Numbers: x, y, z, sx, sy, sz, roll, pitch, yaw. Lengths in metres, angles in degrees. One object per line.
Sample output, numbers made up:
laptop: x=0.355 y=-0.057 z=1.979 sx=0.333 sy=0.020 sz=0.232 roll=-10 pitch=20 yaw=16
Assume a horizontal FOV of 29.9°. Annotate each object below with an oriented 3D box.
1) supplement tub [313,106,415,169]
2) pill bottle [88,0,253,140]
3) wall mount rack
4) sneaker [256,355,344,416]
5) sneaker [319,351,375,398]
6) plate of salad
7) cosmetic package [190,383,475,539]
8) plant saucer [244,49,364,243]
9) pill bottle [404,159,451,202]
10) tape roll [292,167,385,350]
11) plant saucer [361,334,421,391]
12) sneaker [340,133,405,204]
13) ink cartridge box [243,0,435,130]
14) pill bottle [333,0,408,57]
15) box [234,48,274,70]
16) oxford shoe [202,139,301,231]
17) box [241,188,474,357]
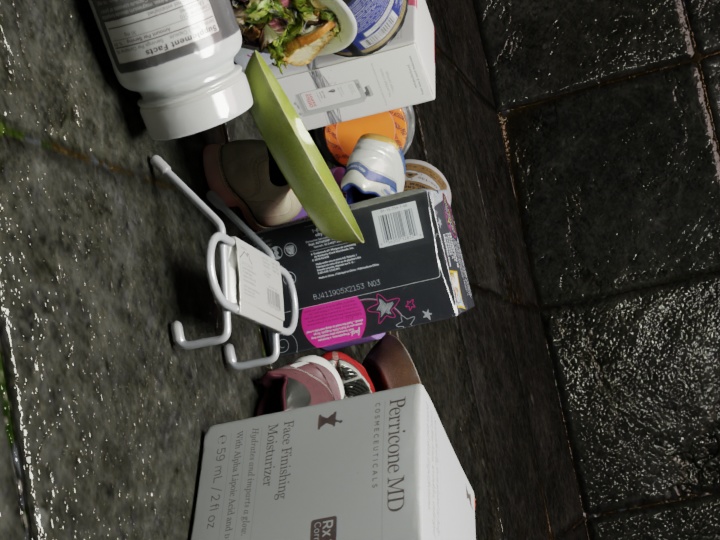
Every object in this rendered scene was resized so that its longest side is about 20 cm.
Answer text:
supplement tub: x=0.003 y=-0.186 z=1.627 sx=0.200 sy=0.122 sz=0.123 roll=-95 pitch=168 yaw=-74
pill bottle: x=-0.165 y=-0.219 z=1.123 sx=0.113 sy=0.112 sz=0.201 roll=-67 pitch=142 yaw=-66
wall mount rack: x=-0.122 y=-0.009 z=1.192 sx=0.200 sy=0.074 sz=0.175 roll=36 pitch=47 yaw=-68
sneaker: x=-0.046 y=0.180 z=1.284 sx=0.115 sy=0.075 sz=0.201 roll=-2 pitch=62 yaw=-58
sneaker: x=-0.023 y=0.125 z=1.450 sx=0.200 sy=0.076 sz=0.086 roll=71 pitch=7 yaw=-62
plate of salad: x=-0.102 y=-0.234 z=1.237 sx=0.200 sy=0.198 sz=0.048 roll=44 pitch=57 yaw=-64
cosmetic package: x=-0.016 y=0.222 z=1.119 sx=0.166 sy=0.198 sz=0.166 roll=-89 pitch=159 yaw=-45
plant saucer: x=-0.058 y=-0.106 z=1.234 sx=0.201 sy=0.031 sz=0.200 roll=60 pitch=3 yaw=-5
pill bottle: x=0.060 y=-0.059 z=1.808 sx=0.200 sy=0.113 sz=0.115 roll=-76 pitch=149 yaw=-60
tape roll: x=-0.029 y=-0.013 z=1.542 sx=0.200 sy=0.065 sz=0.202 roll=-13 pitch=90 yaw=-76
plant saucer: x=0.036 y=0.175 z=1.537 sx=0.200 sy=0.034 sz=0.202 roll=170 pitch=-90 yaw=-76
sneaker: x=0.018 y=-0.057 z=1.529 sx=0.088 sy=0.075 sz=0.201 roll=-60 pitch=143 yaw=-35
ink cartridge box: x=-0.022 y=-0.240 z=1.502 sx=0.147 sy=0.198 sz=0.083 roll=-87 pitch=160 yaw=-46
pill bottle: x=-0.031 y=-0.288 z=1.312 sx=0.200 sy=0.111 sz=0.113 roll=27 pitch=51 yaw=-70
box: x=-0.129 y=-0.334 z=1.395 sx=0.176 sy=0.096 sz=0.202 roll=32 pitch=46 yaw=-66
oxford shoe: x=-0.089 y=-0.086 z=1.362 sx=0.200 sy=0.073 sz=0.071 roll=21 pitch=57 yaw=-72
box: x=0.000 y=0.000 z=1.371 sx=0.115 sy=0.198 sz=0.133 roll=-14 pitch=91 yaw=-77
